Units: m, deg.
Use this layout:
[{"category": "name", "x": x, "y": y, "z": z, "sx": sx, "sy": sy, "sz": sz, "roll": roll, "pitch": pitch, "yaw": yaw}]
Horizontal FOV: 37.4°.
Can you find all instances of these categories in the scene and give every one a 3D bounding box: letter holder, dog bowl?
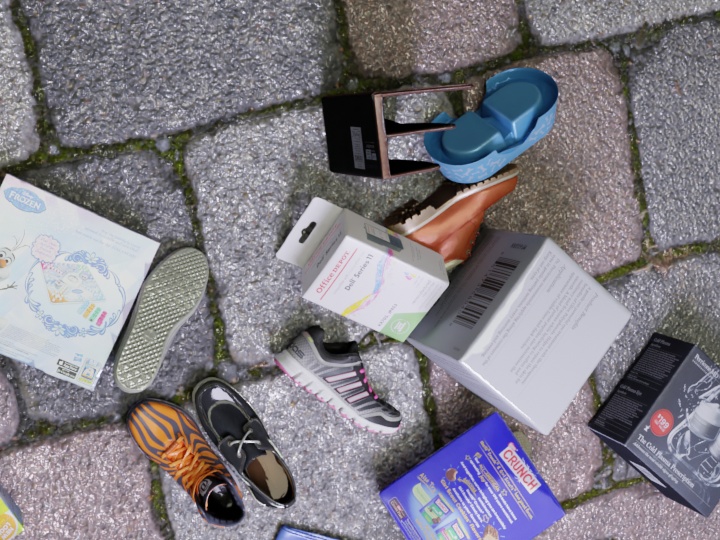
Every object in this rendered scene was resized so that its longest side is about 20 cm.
[{"category": "letter holder", "x": 0.052, "y": -0.177, "z": 1.329, "sx": 0.141, "sy": 0.200, "sz": 0.101, "roll": -10, "pitch": 101, "yaw": -18}, {"category": "dog bowl", "x": 0.178, "y": -0.191, "z": 1.425, "sx": 0.199, "sy": 0.111, "sz": 0.050, "roll": -36, "pitch": 140, "yaw": -12}]

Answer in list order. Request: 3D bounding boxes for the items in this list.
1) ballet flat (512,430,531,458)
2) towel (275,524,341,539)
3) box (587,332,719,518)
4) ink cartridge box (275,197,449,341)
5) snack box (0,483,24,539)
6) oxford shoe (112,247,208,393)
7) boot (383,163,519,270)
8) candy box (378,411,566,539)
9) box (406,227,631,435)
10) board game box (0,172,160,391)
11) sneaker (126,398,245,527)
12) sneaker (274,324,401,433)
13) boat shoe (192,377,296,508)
[{"category": "ballet flat", "x": 0.199, "y": 0.328, "z": 1.524, "sx": 0.067, "sy": 0.062, "sz": 0.201, "roll": 30, "pitch": 87, "yaw": -20}, {"category": "towel", "x": -0.078, "y": 0.460, "z": 1.465, "sx": 0.144, "sy": 0.024, "sz": 0.201, "roll": 20, "pitch": 90, "yaw": -20}, {"category": "box", "x": 0.478, "y": 0.229, "z": 1.587, "sx": 0.200, "sy": 0.104, "sz": 0.183, "roll": 40, "pitch": 82, "yaw": -20}, {"category": "ink cartridge box", "x": 0.000, "y": 0.000, "z": 1.381, "sx": 0.199, "sy": 0.068, "sz": 0.117, "roll": 24, "pitch": 121, "yaw": -20}, {"category": "snack box", "x": -0.525, "y": 0.272, "z": 1.259, "sx": 0.168, "sy": 0.068, "sz": 0.201, "roll": -35, "pitch": 109, "yaw": -12}, {"category": "oxford shoe", "x": -0.255, "y": 0.060, "z": 1.335, "sx": 0.075, "sy": 0.058, "sz": 0.201, "roll": 28, "pitch": 73, "yaw": -13}, {"category": "boot", "x": 0.139, "y": -0.069, "z": 1.449, "sx": 0.199, "sy": 0.075, "sz": 0.108, "roll": -30, "pitch": 110, "yaw": -5}, {"category": "candy box", "x": 0.151, "y": 0.319, "z": 1.456, "sx": 0.199, "sy": 0.077, "sz": 0.170, "roll": -33, "pitch": 82, "yaw": -3}, {"category": "box", "x": 0.206, "y": 0.074, "z": 1.419, "sx": 0.171, "sy": 0.200, "sz": 0.200, "roll": 39, "pitch": 83, "yaw": -18}, {"category": "board game box", "x": -0.374, "y": 0.015, "z": 1.285, "sx": 0.199, "sy": 0.043, "sz": 0.200, "roll": 25, "pitch": 90, "yaw": -17}, {"category": "sneaker", "x": -0.209, "y": 0.244, "z": 1.342, "sx": 0.078, "sy": 0.112, "sz": 0.200, "roll": -46, "pitch": 109, "yaw": -8}, {"category": "sneaker", "x": -0.014, "y": 0.142, "z": 1.417, "sx": 0.199, "sy": 0.074, "sz": 0.088, "roll": 35, "pitch": 91, "yaw": -15}, {"category": "boat shoe", "x": -0.147, "y": 0.225, "z": 1.386, "sx": 0.072, "sy": 0.068, "sz": 0.201, "roll": -35, "pitch": 104, "yaw": -17}]
